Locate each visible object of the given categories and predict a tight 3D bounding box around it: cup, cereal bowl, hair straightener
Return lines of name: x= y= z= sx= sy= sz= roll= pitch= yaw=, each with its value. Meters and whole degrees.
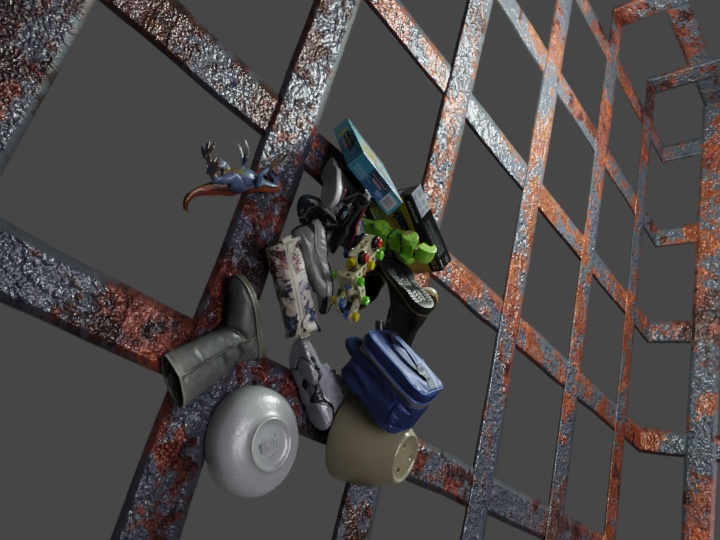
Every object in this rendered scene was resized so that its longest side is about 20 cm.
cup: x=0.039 y=0.372 z=1.270 sx=0.198 sy=0.140 sz=0.207 roll=-27 pitch=125 yaw=-48
cereal bowl: x=-0.188 y=0.321 z=1.117 sx=0.197 sy=0.082 sz=0.207 roll=6 pitch=82 yaw=-47
hair straightener: x=-0.032 y=-0.094 z=1.218 sx=0.075 sy=0.200 sz=0.042 roll=-10 pitch=68 yaw=-27

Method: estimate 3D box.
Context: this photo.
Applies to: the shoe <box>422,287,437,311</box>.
shoe: x=0.125 y=0.077 z=1.412 sx=0.068 sy=0.200 sz=0.055 roll=16 pitch=62 yaw=-14

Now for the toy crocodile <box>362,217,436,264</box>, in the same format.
toy crocodile: x=0.081 y=-0.072 z=1.373 sx=0.062 sy=0.196 sz=0.069 roll=-44 pitch=148 yaw=-43

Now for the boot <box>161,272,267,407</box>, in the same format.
boot: x=-0.268 y=0.119 z=1.072 sx=0.197 sy=0.072 sz=0.188 roll=-20 pitch=99 yaw=-39

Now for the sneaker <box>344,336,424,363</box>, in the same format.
sneaker: x=0.056 y=0.193 z=1.350 sx=0.196 sy=0.083 sz=0.074 roll=30 pitch=21 yaw=-11

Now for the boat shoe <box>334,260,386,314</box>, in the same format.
boat shoe: x=0.021 y=0.036 z=1.385 sx=0.201 sy=0.059 sz=0.073 roll=-42 pitch=115 yaw=-41

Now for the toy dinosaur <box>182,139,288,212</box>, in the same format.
toy dinosaur: x=-0.232 y=-0.178 z=1.155 sx=0.201 sy=0.105 sz=0.181 roll=-49 pitch=142 yaw=5

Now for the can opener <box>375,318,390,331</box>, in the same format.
can opener: x=0.064 y=0.220 z=1.433 sx=0.067 sy=0.052 sz=0.207 roll=20 pitch=67 yaw=-77

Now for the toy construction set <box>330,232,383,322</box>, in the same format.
toy construction set: x=0.000 y=0.000 z=1.274 sx=0.202 sy=0.089 sz=0.135 roll=-67 pitch=158 yaw=-53

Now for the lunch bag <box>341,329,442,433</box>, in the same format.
lunch bag: x=0.065 y=0.211 z=1.227 sx=0.200 sy=0.133 sz=0.135 roll=46 pitch=18 yaw=23

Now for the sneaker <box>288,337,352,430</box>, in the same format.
sneaker: x=-0.077 y=0.218 z=1.255 sx=0.114 sy=0.074 sz=0.206 roll=-31 pitch=113 yaw=-45

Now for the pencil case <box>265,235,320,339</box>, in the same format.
pencil case: x=-0.135 y=0.033 z=1.197 sx=0.076 sy=0.089 sz=0.207 roll=-15 pitch=97 yaw=-28

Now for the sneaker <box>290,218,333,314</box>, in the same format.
sneaker: x=-0.100 y=-0.005 z=1.266 sx=0.077 sy=0.074 sz=0.207 roll=-11 pitch=106 yaw=-7

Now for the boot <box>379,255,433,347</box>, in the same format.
boot: x=0.076 y=0.074 z=1.340 sx=0.075 sy=0.202 sz=0.141 roll=6 pitch=123 yaw=-27

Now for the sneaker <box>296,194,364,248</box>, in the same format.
sneaker: x=-0.066 y=-0.122 z=1.316 sx=0.198 sy=0.076 sz=0.089 roll=31 pitch=47 yaw=-43

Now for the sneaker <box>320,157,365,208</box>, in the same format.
sneaker: x=-0.030 y=-0.170 z=1.270 sx=0.098 sy=0.071 sz=0.202 roll=30 pitch=22 yaw=-19

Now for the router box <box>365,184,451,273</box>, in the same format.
router box: x=0.110 y=-0.091 z=1.426 sx=0.052 sy=0.154 sz=0.204 roll=-43 pitch=115 yaw=-39

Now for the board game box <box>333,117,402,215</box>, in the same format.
board game box: x=0.015 y=-0.235 z=1.332 sx=0.151 sy=0.046 sz=0.202 roll=47 pitch=14 yaw=-33
